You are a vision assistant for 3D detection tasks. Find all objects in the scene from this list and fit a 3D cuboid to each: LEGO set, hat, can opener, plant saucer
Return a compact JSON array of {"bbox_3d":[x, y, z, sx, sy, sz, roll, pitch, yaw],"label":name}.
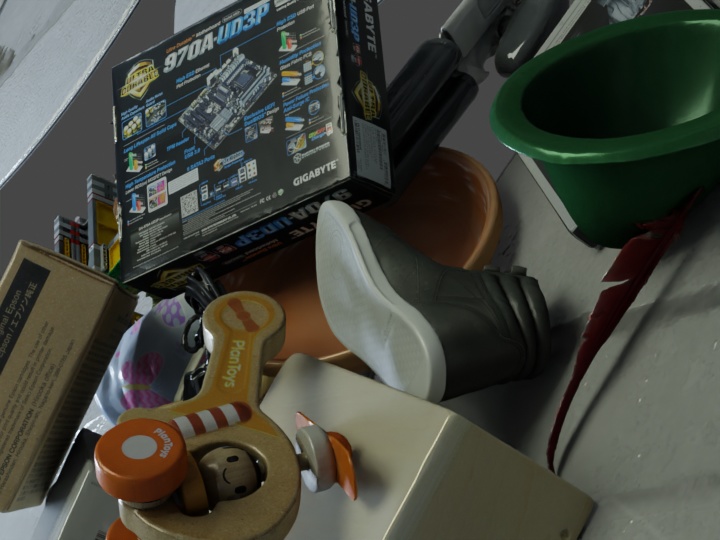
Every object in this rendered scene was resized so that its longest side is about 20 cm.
[{"bbox_3d":[-0.136,-0.032,1.904,0.200,0.153,0.116,-56,29,40],"label":"LEGO set"},{"bbox_3d":[0.162,-0.026,1.442,0.199,0.177,0.166,-17,27,-3],"label":"hat"},{"bbox_3d":[0.064,-0.121,1.668,0.067,0.053,0.200,5,48,42],"label":"can opener"},{"bbox_3d":[0.000,0.000,1.638,0.199,0.038,0.201,-20,34,14],"label":"plant saucer"}]

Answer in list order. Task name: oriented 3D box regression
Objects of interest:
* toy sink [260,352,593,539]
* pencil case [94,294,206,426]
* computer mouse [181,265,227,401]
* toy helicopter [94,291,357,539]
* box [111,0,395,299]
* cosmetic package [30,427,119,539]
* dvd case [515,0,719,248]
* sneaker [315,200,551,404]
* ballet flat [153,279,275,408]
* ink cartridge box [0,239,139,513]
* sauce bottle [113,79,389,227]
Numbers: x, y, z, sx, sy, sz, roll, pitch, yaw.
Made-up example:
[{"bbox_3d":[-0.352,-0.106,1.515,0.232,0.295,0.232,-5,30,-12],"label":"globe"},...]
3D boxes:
[{"bbox_3d":[0.015,0.140,1.418,0.131,0.112,0.200,-61,27,-7],"label":"toy sink"},{"bbox_3d":[-0.107,0.039,1.831,0.200,0.091,0.083,-45,-17,34],"label":"pencil case"},{"bbox_3d":[-0.076,0.108,1.562,0.139,0.052,0.201,-123,35,-67],"label":"computer mouse"},{"bbox_3d":[-0.061,0.079,1.380,0.200,0.132,0.079,-82,-8,-51],"label":"toy helicopter"},{"bbox_3d":[-0.072,-0.088,1.652,0.200,0.046,0.160,-24,60,35],"label":"box"},{"bbox_3d":[-0.167,0.177,1.725,0.200,0.085,0.108,-144,77,-82],"label":"cosmetic package"},{"bbox_3d":[0.151,-0.113,1.568,0.151,0.025,0.200,-54,22,13],"label":"dvd case"},{"bbox_3d":[0.043,0.016,1.517,0.200,0.099,0.071,-130,40,-54],"label":"sneaker"},{"bbox_3d":[-0.060,0.041,1.707,0.200,0.063,0.069,-50,6,-21],"label":"ballet flat"},{"bbox_3d":[-0.219,0.072,1.745,0.200,0.075,0.165,95,-161,-86],"label":"ink cartridge box"},{"bbox_3d":[-0.068,-0.071,1.735,0.200,0.066,0.066,-32,30,15],"label":"sauce bottle"}]
